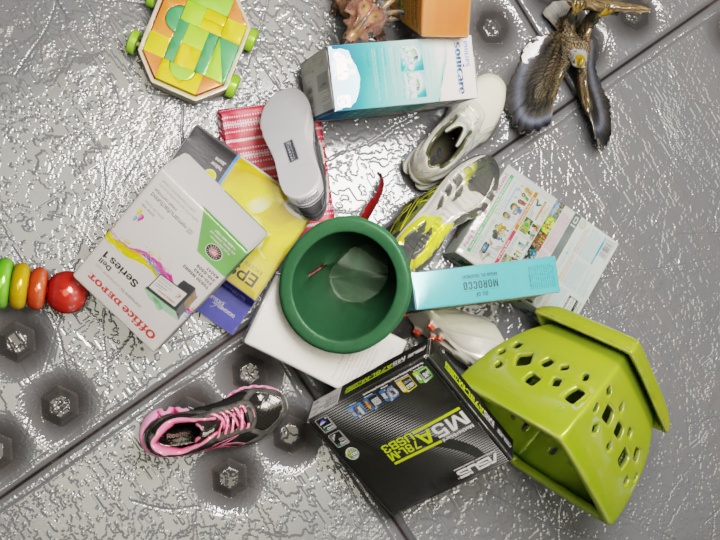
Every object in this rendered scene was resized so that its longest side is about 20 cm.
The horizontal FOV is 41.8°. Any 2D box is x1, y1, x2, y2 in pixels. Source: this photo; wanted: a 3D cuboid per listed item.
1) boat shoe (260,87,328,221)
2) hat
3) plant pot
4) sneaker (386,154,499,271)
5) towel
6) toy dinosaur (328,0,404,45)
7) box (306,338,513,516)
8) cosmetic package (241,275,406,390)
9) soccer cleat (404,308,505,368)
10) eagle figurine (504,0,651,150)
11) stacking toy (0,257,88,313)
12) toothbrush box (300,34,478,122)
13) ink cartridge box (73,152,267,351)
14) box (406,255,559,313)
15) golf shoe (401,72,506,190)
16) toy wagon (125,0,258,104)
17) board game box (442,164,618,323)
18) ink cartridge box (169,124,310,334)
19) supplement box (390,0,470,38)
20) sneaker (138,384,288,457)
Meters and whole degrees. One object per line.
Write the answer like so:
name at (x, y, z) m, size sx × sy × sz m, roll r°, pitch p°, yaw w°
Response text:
boat shoe at (-0.079, -0.152, 1.232) m, size 0.071 × 0.068 × 0.201 m, roll -21°, pitch 54°, yaw 4°
hat at (0.000, 0.000, 1.254) m, size 0.200 × 0.176 × 0.166 m, roll -44°, pitch 89°, yaw 11°
plant pot at (0.280, 0.174, 1.237) m, size 0.181 × 0.198 × 0.201 m, roll -45°, pitch 126°, yaw -16°
sneaker at (0.102, -0.089, 1.285) m, size 0.200 × 0.085 × 0.075 m, roll -44°, pitch 121°, yaw -5°
towel at (-0.112, -0.128, 1.284) m, size 0.143 × 0.022 × 0.203 m, roll -8°, pitch 89°, yaw -12°
toy dinosaur at (0.008, -0.384, 1.261) m, size 0.085 × 0.135 × 0.203 m, roll 0°, pitch 87°, yaw -11°
box at (0.064, 0.207, 1.220) m, size 0.199 × 0.048 × 0.194 m, roll -30°, pitch 109°, yaw 23°
cosmetic package at (-0.049, 0.095, 1.262) m, size 0.199 × 0.074 × 0.102 m, roll 28°, pitch 82°, yaw -7°
soccer cleat at (0.137, 0.081, 1.307) m, size 0.200 × 0.069 × 0.078 m, roll 40°, pitch 67°, yaw -9°
eagle figurine at (0.299, -0.289, 1.337) m, size 0.151 × 0.150 × 0.202 m, roll 26°, pitch 118°, yaw 30°
stacking toy at (-0.445, 0.020, 1.185) m, size 0.198 × 0.085 × 0.086 m, roll 10°, pitch 85°, yaw -15°
toothbrush box at (0.035, -0.251, 1.245) m, size 0.198 × 0.146 × 0.086 m, roll -10°, pitch 96°, yaw -17°
ink cartridge box at (-0.237, -0.020, 1.174) m, size 0.145 × 0.084 × 0.200 m, roll 44°, pitch 114°, yaw -5°
box at (0.151, 0.019, 1.233) m, size 0.198 × 0.082 × 0.050 m, roll -6°, pitch 85°, yaw -14°
golf shoe at (0.144, -0.196, 1.301) m, size 0.078 × 0.097 × 0.201 m, roll 39°, pitch 80°, yaw -6°
toy wagon at (-0.215, -0.329, 1.263) m, size 0.154 × 0.040 × 0.202 m, roll 22°, pitch 84°, yaw -10°
board game box at (0.239, -0.029, 1.329) m, size 0.199 × 0.064 × 0.148 m, roll 34°, pitch 81°, yaw -9°
ink cartridge box at (-0.191, -0.053, 1.236) m, size 0.197 × 0.047 × 0.201 m, roll 34°, pitch 85°, yaw -2°
supplement box at (0.089, -0.353, 1.241) m, size 0.068 × 0.200 × 0.067 m, roll -2°, pitch 112°, yaw -8°
sneaker at (-0.186, 0.201, 1.218) m, size 0.198 × 0.095 × 0.080 m, roll -15°, pitch 89°, yaw -13°
